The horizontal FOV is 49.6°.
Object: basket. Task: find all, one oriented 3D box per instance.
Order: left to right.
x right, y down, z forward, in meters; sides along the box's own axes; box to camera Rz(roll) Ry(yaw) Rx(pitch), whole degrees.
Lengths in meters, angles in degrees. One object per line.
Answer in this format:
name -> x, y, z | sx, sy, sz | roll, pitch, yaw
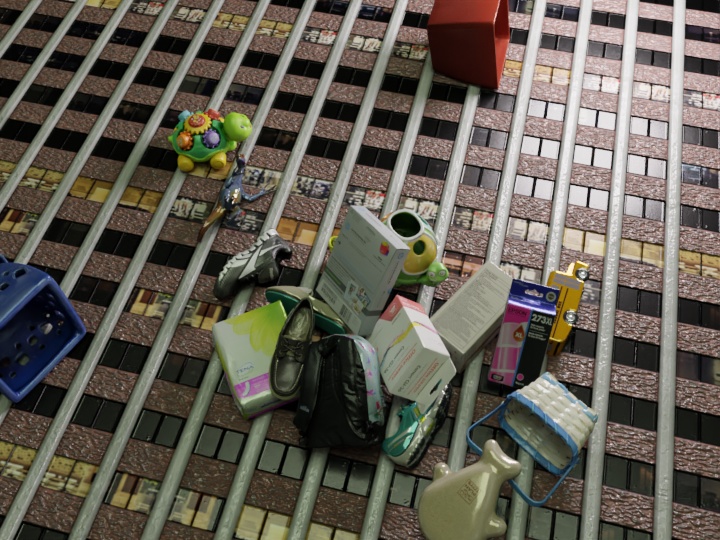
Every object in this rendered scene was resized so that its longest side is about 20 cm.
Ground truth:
basket -> 0.310, 0.296, 1.378 | 0.199, 0.140, 0.176 | -31, 60, -28

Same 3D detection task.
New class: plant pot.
plant pot -> -0.681, 0.097, 1.492 | 0.179, 0.201, 0.200 | 27, 61, 24
plant pot -> 0.268, -0.595, 1.944 | 0.174, 0.201, 0.201 | 6, 56, 17

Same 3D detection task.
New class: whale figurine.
whale figurine -> 0.189, 0.387, 1.322 | 0.159, 0.104, 0.200 | 38, 88, 29

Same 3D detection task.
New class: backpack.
backpack -> -0.033, 0.216, 1.417 | 0.165, 0.126, 0.202 | -7, 81, 17

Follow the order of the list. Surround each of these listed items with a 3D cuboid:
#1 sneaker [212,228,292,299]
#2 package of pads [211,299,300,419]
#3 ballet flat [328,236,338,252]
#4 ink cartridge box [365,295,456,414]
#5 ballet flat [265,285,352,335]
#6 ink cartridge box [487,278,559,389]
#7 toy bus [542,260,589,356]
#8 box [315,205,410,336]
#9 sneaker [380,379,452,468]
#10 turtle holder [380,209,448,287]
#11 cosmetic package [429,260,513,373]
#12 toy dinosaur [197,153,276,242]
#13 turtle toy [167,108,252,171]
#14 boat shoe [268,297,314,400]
sneaker -> -0.218, -0.003, 1.625 | 0.090, 0.067, 0.200 | 33, 61, 23
package of pads -> -0.192, 0.172, 1.509 | 0.153, 0.068, 0.201 | -18, 58, -13
ballet flat -> -0.008, -0.049, 1.586 | 0.067, 0.199, 0.068 | -33, 106, -27
ink cartridge box -> 0.091, 0.155, 1.447 | 0.067, 0.117, 0.201 | 22, 24, -31
ballet flat -> -0.097, 0.074, 1.579 | 0.199, 0.070, 0.070 | 28, 61, 11
ink cartridge box -> 0.312, 0.124, 1.488 | 0.094, 0.037, 0.202 | 14, 93, 6
toy bus -> 0.403, 0.071, 1.572 | 0.078, 0.065, 0.201 | 17, 59, 13
box -> 0.000, 0.000, 1.505 | 0.041, 0.201, 0.156 | -3, 36, -41
sneaker -> 0.110, 0.266, 1.444 | 0.079, 0.078, 0.200 | 24, 60, 26
turtle holder -> 0.095, -0.040, 1.607 | 0.139, 0.132, 0.187 | -7, 56, -5
cosmetic package -> 0.226, 0.091, 1.546 | 0.103, 0.088, 0.200 | 39, 66, 24
toy dinosaur -> -0.294, -0.182, 1.737 | 0.198, 0.106, 0.182 | -22, 37, 1
turtle toy -> -0.350, -0.318, 1.813 | 0.198, 0.101, 0.147 | -5, 57, -3
boat shoe -> -0.128, 0.140, 1.452 | 0.072, 0.065, 0.202 | 8, 56, 0
